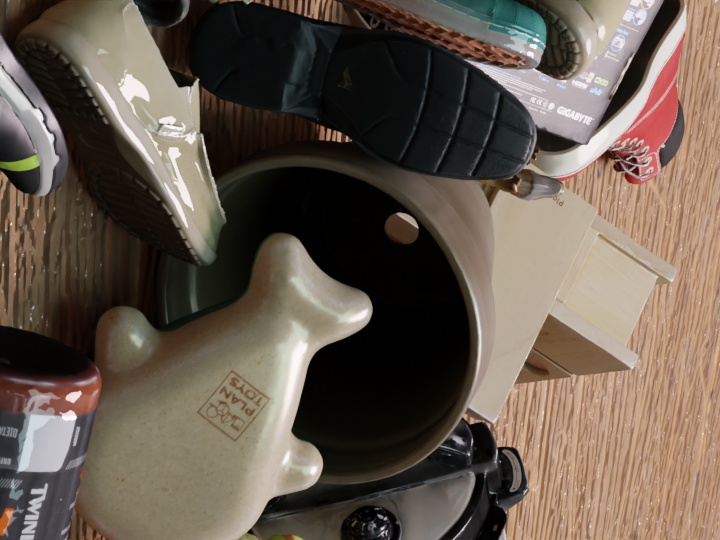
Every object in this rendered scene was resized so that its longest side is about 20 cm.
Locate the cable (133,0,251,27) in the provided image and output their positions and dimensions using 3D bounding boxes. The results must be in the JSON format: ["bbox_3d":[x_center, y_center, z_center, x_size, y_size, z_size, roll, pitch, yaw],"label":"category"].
[{"bbox_3d":[-0.118,-0.194,1.341,0.200,0.097,0.050,39,39,-40],"label":"cable"}]

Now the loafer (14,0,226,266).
[{"bbox_3d":[-0.114,-0.077,1.383,0.068,0.076,0.200,-52,144,-21],"label":"loafer"}]

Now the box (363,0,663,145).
[{"bbox_3d":[0.115,-0.195,1.632,0.200,0.050,0.199,15,105,-44],"label":"box"}]

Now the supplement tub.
[{"bbox_3d":[-0.204,0.134,1.333,0.107,0.107,0.201,-4,111,-58],"label":"supplement tub"}]

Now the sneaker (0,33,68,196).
[{"bbox_3d":[-0.212,-0.094,1.246,0.083,0.072,0.200,-37,141,-7],"label":"sneaker"}]

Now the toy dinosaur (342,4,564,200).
[{"bbox_3d":[0.044,-0.095,1.530,0.060,0.106,0.200,-45,110,-3],"label":"toy dinosaur"}]

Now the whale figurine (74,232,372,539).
[{"bbox_3d":[-0.085,0.065,1.451,0.159,0.104,0.200,37,98,-19],"label":"whale figurine"}]

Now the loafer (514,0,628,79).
[{"bbox_3d":[0.079,-0.180,1.498,0.068,0.200,0.076,-30,144,-28],"label":"loafer"}]

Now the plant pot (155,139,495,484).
[{"bbox_3d":[0.000,0.000,1.534,0.174,0.199,0.201,-49,148,-61],"label":"plant pot"}]

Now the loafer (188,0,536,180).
[{"bbox_3d":[0.005,-0.105,1.446,0.072,0.200,0.073,-42,154,-80],"label":"loafer"}]

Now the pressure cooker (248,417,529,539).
[{"bbox_3d":[0.010,0.171,1.633,0.176,0.178,0.200,-47,144,-29],"label":"pressure cooker"}]

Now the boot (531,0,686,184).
[{"bbox_3d":[0.182,-0.093,1.867,0.200,0.072,0.145,-49,146,-38],"label":"boot"}]

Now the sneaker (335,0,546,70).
[{"bbox_3d":[0.021,-0.180,1.422,0.080,0.200,0.071,-63,171,-6],"label":"sneaker"}]

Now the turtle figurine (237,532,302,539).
[{"bbox_3d":[-0.089,0.192,1.494,0.161,0.200,0.064,-18,167,-17],"label":"turtle figurine"}]

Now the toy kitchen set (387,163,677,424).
[{"bbox_3d":[0.065,0.025,1.743,0.200,0.180,0.163,33,71,-19],"label":"toy kitchen set"}]
